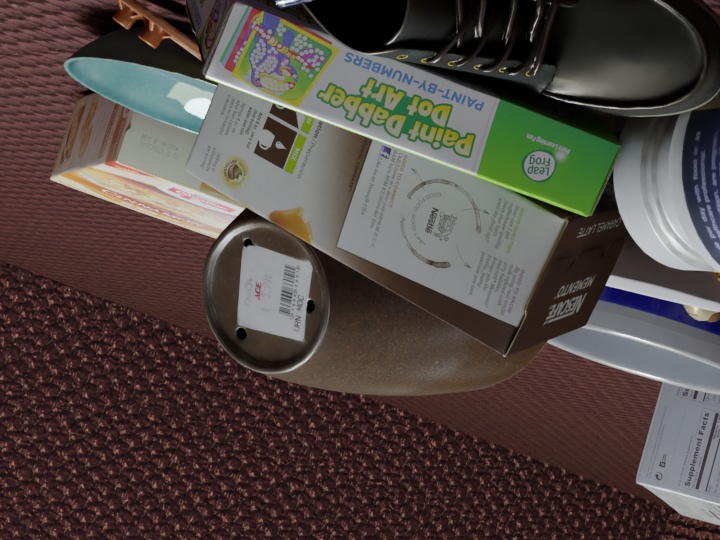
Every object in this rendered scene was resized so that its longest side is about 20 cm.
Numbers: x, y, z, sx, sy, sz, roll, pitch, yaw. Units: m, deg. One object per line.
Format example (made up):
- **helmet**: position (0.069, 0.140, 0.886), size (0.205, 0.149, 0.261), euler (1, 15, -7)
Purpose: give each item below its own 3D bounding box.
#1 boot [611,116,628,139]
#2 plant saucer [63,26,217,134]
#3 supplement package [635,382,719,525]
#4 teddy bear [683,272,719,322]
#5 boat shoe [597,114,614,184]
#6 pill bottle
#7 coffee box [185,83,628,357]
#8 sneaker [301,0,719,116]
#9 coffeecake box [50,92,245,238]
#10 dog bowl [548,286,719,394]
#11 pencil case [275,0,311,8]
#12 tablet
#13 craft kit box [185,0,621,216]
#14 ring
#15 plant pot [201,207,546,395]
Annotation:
- **boot**: position (0.252, -0.046, 1.275), size (0.200, 0.069, 0.174), euler (21, -176, 35)
- **plant saucer**: position (-0.100, -0.123, 1.595), size (0.200, 0.036, 0.200), euler (17, 172, 3)
- **supplement package**: position (0.329, 0.138, 2.046), size (0.111, 0.156, 0.200), euler (13, 171, 21)
- **teddy bear**: position (0.186, -0.013, 1.628), size (0.200, 0.067, 0.145), euler (17, 175, 4)
- **boat shoe**: position (0.159, -0.061, 1.346), size (0.200, 0.072, 0.065), euler (16, 173, -34)
- **pill bottle**: position (0.216, -0.048, 1.095), size (0.116, 0.116, 0.200), euler (22, 167, -31)
- **coffee box**: position (0.028, -0.043, 1.212), size (0.200, 0.080, 0.114), euler (30, -161, 20)
- **sneaker**: position (0.066, -0.108, 1.065), size (0.200, 0.075, 0.106), euler (17, -161, 10)
- **coffeecake box**: position (-0.134, -0.084, 1.810), size (0.153, 0.073, 0.200), euler (20, 171, -19)
- **dog bowl**: position (0.227, 0.032, 1.812), size (0.200, 0.079, 0.200), euler (17, 173, 2)
- **pencil case**: position (-0.077, -0.183, 0.939), size (0.092, 0.085, 0.200), euler (-20, 152, 28)
- **tablet**: position (0.136, -0.037, 1.385), size (0.130, 0.014, 0.200), euler (13, -157, -12)
- **craft kit box**: position (0.012, -0.106, 1.169), size (0.200, 0.049, 0.198), euler (19, -161, -16)
- **ring**: position (-0.097, -0.123, 1.400), size (0.200, 0.019, 0.200), euler (36, -178, -2)
- **plant pot**: position (0.000, 0.000, 1.444), size (0.187, 0.187, 0.200), euler (12, -165, 32)
